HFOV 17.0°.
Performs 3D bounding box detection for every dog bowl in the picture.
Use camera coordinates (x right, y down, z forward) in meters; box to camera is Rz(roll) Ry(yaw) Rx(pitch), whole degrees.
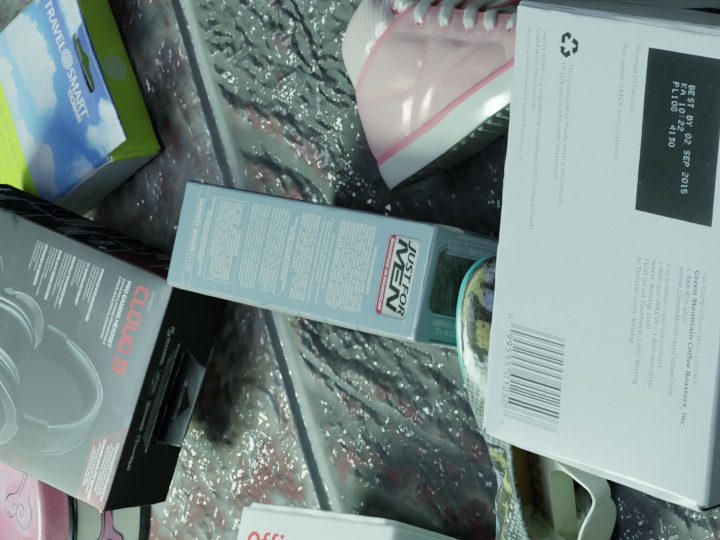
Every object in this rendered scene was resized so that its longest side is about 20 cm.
[{"bbox_3d":[-0.230,0.142,1.606,0.200,0.074,0.201,12,106,48],"label":"dog bowl"}]

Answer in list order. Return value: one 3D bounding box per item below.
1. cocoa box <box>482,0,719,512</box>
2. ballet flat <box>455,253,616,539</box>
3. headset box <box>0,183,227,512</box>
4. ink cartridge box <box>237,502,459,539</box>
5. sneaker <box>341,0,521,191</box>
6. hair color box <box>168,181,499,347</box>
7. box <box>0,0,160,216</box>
[{"bbox_3d":[0.150,-0.016,1.051,0.133,0.131,0.201,16,107,44],"label":"cocoa box"},{"bbox_3d":[0.097,0.082,1.197,0.072,0.072,0.201,27,138,43],"label":"ballet flat"},{"bbox_3d":[-0.179,0.048,1.470,0.200,0.077,0.149,23,101,26],"label":"headset box"},{"bbox_3d":[-0.014,0.236,1.314,0.145,0.084,0.201,-1,75,52],"label":"ink cartridge box"},{"bbox_3d":[0.057,-0.121,1.220,0.200,0.075,0.105,-30,80,52],"label":"sneaker"},{"bbox_3d":[0.000,0.000,1.274,0.200,0.099,0.061,12,90,47],"label":"hair color box"},{"bbox_3d":[-0.202,-0.097,1.545,0.200,0.048,0.122,-33,73,47],"label":"box"}]
